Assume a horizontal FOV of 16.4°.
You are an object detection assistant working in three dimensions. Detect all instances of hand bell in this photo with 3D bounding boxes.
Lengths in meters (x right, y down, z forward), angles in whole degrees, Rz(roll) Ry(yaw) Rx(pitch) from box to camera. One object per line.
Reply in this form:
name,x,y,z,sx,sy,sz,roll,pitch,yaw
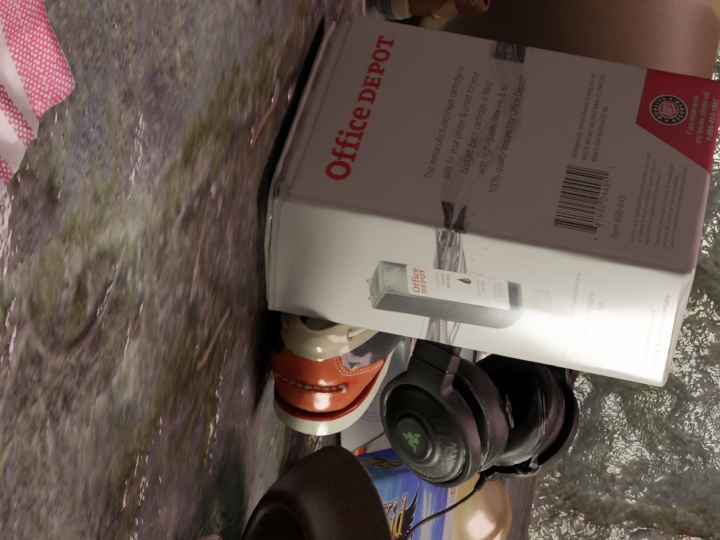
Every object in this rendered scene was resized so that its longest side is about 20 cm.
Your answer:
hand bell,0.051,0.089,1.575,0.200,0.104,0.104,92,11,-45

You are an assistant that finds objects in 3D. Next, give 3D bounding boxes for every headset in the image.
headset,0.074,0.086,1.324,0.123,0.094,0.201,-1,113,-51

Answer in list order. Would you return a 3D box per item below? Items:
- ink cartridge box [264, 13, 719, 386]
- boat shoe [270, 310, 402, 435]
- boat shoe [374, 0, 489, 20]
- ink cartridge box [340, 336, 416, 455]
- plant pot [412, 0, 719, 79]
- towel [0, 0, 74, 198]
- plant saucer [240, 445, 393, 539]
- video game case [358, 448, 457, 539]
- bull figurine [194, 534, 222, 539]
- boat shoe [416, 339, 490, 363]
ink cartridge box,0.065,-0.037,1.206,0.146,0.199,0.085,-72,172,-46
boat shoe,0.000,0.000,1.278,0.200,0.071,0.063,-64,159,-50
boat shoe,0.049,-0.223,1.333,0.076,0.072,0.200,-72,168,-48
ink cartridge box,0.024,0.037,1.550,0.200,0.050,0.161,85,16,-52
plant pot,0.129,-0.098,1.482,0.200,0.199,0.175,76,12,-70
towel,-0.113,-0.035,0.581,0.147,0.030,0.200,89,13,-47
plant saucer,-0.027,0.182,1.166,0.200,0.032,0.201,-176,-90,-71
video game case,0.000,0.199,1.420,0.200,0.045,0.182,0,98,-73
bull figurine,-0.063,0.219,1.093,0.121,0.065,0.201,-54,150,-64
boat shoe,0.080,-0.011,1.387,0.075,0.086,0.203,-115,-156,-54
